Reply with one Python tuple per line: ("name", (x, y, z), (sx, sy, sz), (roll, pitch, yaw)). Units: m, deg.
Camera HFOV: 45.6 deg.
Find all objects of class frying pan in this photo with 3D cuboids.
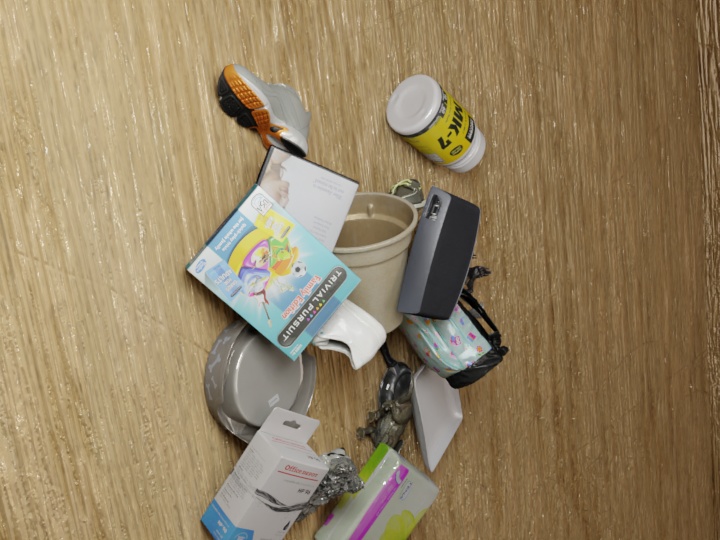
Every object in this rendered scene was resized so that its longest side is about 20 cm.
("frying pan", (0.072, 0.192, 1.599), (0.114, 0.031, 0.194), (-10, 103, -52))

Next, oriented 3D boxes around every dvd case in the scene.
("dvd case", (-0.101, -0.060, 1.234), (0.141, 0.018, 0.203), (21, 96, -16))

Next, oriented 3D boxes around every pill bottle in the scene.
("pill bottle", (0.145, -0.266, 1.589), (0.199, 0.113, 0.116), (28, 71, -49))

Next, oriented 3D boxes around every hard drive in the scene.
("hard drive", (0.129, -0.021, 1.361), (0.134, 0.042, 0.203), (14, 92, -53))

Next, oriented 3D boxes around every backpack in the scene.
("backpack", (0.152, 0.110, 1.539), (0.126, 0.167, 0.201), (-36, 85, -21))

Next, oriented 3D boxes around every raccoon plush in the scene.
("raccoon plush", (-0.074, 0.370, 1.337), (0.096, 0.132, 0.203), (32, 67, -48))

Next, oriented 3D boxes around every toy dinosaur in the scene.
("toy dinosaur", (0.055, 0.271, 1.540), (0.102, 0.076, 0.204), (7, 98, -57))

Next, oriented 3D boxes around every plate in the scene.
("plate", (0.142, 0.251, 1.658), (0.200, 0.032, 0.203), (-45, 129, -57))

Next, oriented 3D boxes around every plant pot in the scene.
("plant pot", (0.000, 0.000, 1.383), (0.200, 0.198, 0.186), (-37, 131, -43))

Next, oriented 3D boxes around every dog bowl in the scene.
("dog bowl", (-0.152, 0.159, 1.287), (0.198, 0.058, 0.204), (-5, 97, -51))

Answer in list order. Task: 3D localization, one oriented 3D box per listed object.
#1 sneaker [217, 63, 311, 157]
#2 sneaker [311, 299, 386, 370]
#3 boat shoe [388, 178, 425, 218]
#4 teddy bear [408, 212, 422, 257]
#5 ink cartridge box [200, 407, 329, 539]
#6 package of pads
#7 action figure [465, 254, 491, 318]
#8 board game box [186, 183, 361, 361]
("sneaker", (-0.139, -0.252, 1.275), (0.200, 0.075, 0.093), (46, 50, -52))
("sneaker", (-0.060, 0.071, 1.297), (0.089, 0.199, 0.076), (-49, 168, -31))
("boat shoe", (0.076, -0.127, 1.505), (0.202, 0.071, 0.061), (-40, 110, -78))
("teddy bear", (0.097, -0.025, 1.495), (0.066, 0.200, 0.147), (6, 111, -21))
("ink cartridge box", (-0.128, 0.310, 1.256), (0.115, 0.068, 0.202), (28, 96, -49))
("package of pads", (0.034, 0.420, 1.485), (0.201, 0.068, 0.154), (-53, 132, -7))
("action figure", (0.181, 0.046, 1.665), (0.119, 0.101, 0.201), (51, 53, -23))
("board game box", (-0.120, 0.003, 1.204), (0.200, 0.047, 0.151), (41, 88, -15))
